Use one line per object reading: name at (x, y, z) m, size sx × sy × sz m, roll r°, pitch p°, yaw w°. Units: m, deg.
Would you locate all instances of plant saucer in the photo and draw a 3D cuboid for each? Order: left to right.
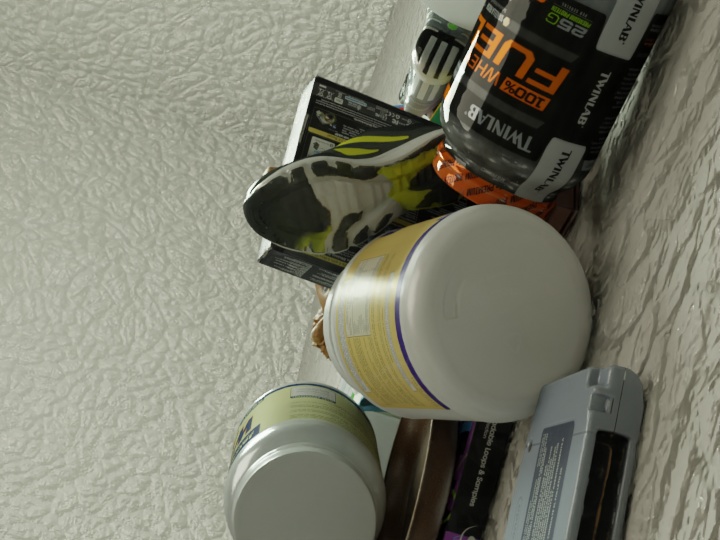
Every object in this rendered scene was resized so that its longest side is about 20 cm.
plant saucer at (0.047, 0.183, 1.062) m, size 0.200 × 0.032 × 0.204 m, roll -165°, pitch 89°, yaw -84°

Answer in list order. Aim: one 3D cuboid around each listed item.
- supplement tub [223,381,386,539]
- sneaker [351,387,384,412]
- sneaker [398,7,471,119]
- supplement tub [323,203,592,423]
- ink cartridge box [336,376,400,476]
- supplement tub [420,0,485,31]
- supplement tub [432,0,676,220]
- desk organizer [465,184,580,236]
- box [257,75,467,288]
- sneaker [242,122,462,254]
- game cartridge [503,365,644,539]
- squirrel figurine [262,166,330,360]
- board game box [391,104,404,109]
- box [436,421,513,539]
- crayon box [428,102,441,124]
supplement tub at (-0.050, 0.193, 1.129) m, size 0.200 × 0.143 × 0.147 m, roll -105°, pitch 30°, yaw -80°
sneaker at (0.030, 0.095, 1.236) m, size 0.200 × 0.075 × 0.082 m, roll 146°, pitch 128°, yaw -71°
sneaker at (0.085, -0.231, 1.342) m, size 0.201 × 0.074 × 0.116 m, roll -57°, pitch -6°, yaw -45°
supplement tub at (0.062, 0.036, 0.910) m, size 0.199 × 0.143 × 0.148 m, roll -12°, pitch 61°, yaw 67°
ink cartridge box at (0.017, 0.163, 1.480) m, size 0.201 × 0.083 × 0.148 m, roll -84°, pitch 11°, yaw -58°
supplement tub at (0.140, -0.353, 1.228) m, size 0.202 × 0.131 × 0.132 m, roll -63°, pitch 3°, yaw -13°
supplement tub at (0.133, -0.144, 0.883) m, size 0.123 × 0.121 × 0.202 m, roll -89°, pitch 21°, yaw -67°
desk organizer at (0.139, -0.113, 1.045) m, size 0.072 × 0.076 × 0.202 m, roll 113°, pitch 170°, yaw -51°
box at (0.027, -0.054, 1.053) m, size 0.049 × 0.197 × 0.164 m, roll 141°, pitch 145°, yaw -64°
sneaker at (-0.002, -0.068, 0.981) m, size 0.085 × 0.197 × 0.076 m, roll -146°, pitch 45°, yaw -62°
game cartridge at (0.119, 0.164, 0.752) m, size 0.133 × 0.041 × 0.203 m, roll 111°, pitch 172°, yaw -77°
squirrel figurine at (0.000, 0.000, 1.155) m, size 0.188 × 0.139 × 0.202 m, roll -102°, pitch -3°, yaw -49°
board game box at (0.045, -0.045, 1.397) m, size 0.201 × 0.055 × 0.198 m, roll 58°, pitch -144°, yaw -50°
box at (0.093, 0.139, 1.058) m, size 0.143 × 0.036 × 0.203 m, roll -137°, pitch 63°, yaw -83°
crayon box at (0.106, -0.148, 1.268) m, size 0.201 × 0.058 × 0.119 m, roll -57°, pitch -4°, yaw -33°
